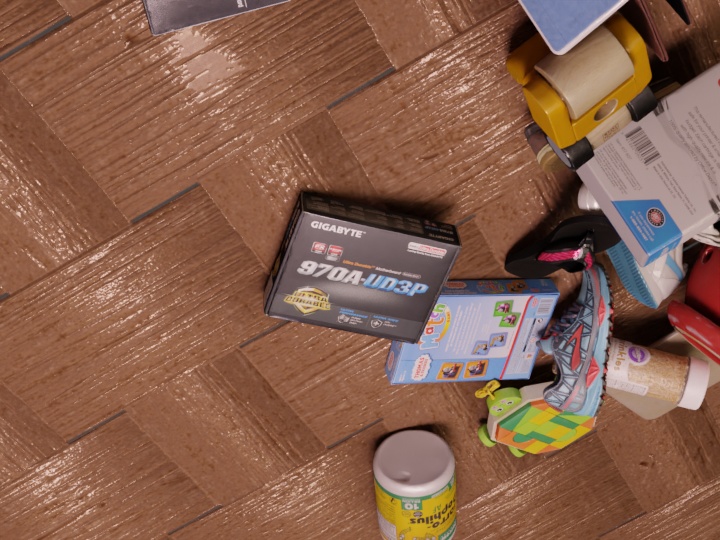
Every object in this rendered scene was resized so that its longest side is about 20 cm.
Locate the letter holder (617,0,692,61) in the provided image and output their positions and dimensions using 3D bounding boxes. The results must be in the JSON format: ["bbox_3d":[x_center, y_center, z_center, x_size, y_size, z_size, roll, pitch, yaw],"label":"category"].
[{"bbox_3d":[0.299,-0.335,1.456,0.101,0.142,0.200,-31,132,8],"label":"letter holder"}]

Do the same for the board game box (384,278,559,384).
[{"bbox_3d":[0.144,0.080,1.831,0.200,0.037,0.151,-1,129,-20],"label":"board game box"}]

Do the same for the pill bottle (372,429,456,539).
[{"bbox_3d":[0.078,0.326,1.969,0.113,0.113,0.200,-13,132,-9],"label":"pill bottle"}]

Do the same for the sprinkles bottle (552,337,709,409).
[{"bbox_3d":[0.359,0.129,1.876,0.200,0.068,0.068,14,128,4],"label":"sprinkles bottle"}]

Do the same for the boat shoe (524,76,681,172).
[{"bbox_3d":[0.281,-0.184,1.631,0.200,0.065,0.073,-27,163,-18],"label":"boat shoe"}]

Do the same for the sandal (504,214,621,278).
[{"bbox_3d":[0.247,-0.016,1.715,0.075,0.045,0.200,21,151,-23],"label":"sandal"}]

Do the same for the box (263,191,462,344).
[{"bbox_3d":[0.000,0.000,1.680,0.200,0.046,0.159,12,125,-16],"label":"box"}]

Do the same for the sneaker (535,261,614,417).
[{"bbox_3d":[0.274,0.085,1.812,0.095,0.200,0.079,6,174,5],"label":"sneaker"}]

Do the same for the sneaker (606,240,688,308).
[{"bbox_3d":[0.355,-0.047,1.784,0.081,0.076,0.200,-42,130,-15],"label":"sneaker"}]

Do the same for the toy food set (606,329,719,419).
[{"bbox_3d":[0.426,0.121,1.966,0.200,0.060,0.143,-36,133,23],"label":"toy food set"}]

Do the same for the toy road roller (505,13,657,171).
[{"bbox_3d":[0.221,-0.213,1.506,0.123,0.146,0.200,-38,157,1],"label":"toy road roller"}]

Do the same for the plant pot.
[{"bbox_3d":[0.504,0.040,1.792,0.200,0.200,0.183,35,94,-39],"label":"plant pot"}]

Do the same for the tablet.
[{"bbox_3d":[0.186,-0.328,1.385,0.130,0.200,0.014,-39,168,38],"label":"tablet"}]

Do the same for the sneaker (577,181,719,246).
[{"bbox_3d":[0.365,-0.075,1.662,0.200,0.116,0.074,7,95,-28],"label":"sneaker"}]

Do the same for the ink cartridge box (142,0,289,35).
[{"bbox_3d":[-0.131,-0.340,1.363,0.200,0.043,0.198,-18,133,-7],"label":"ink cartridge box"}]

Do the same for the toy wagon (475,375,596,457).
[{"bbox_3d":[0.234,0.197,1.935,0.155,0.040,0.200,-38,140,28],"label":"toy wagon"}]

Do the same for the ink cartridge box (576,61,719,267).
[{"bbox_3d":[0.366,-0.120,1.593,0.200,0.146,0.084,-31,167,-1],"label":"ink cartridge box"}]
